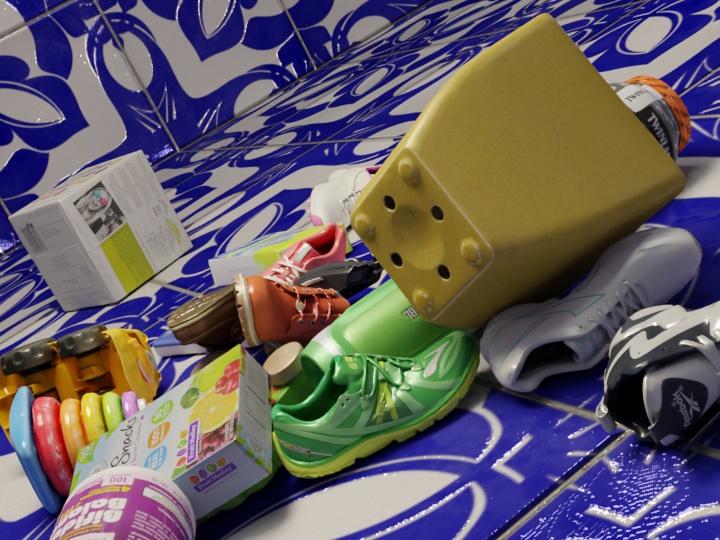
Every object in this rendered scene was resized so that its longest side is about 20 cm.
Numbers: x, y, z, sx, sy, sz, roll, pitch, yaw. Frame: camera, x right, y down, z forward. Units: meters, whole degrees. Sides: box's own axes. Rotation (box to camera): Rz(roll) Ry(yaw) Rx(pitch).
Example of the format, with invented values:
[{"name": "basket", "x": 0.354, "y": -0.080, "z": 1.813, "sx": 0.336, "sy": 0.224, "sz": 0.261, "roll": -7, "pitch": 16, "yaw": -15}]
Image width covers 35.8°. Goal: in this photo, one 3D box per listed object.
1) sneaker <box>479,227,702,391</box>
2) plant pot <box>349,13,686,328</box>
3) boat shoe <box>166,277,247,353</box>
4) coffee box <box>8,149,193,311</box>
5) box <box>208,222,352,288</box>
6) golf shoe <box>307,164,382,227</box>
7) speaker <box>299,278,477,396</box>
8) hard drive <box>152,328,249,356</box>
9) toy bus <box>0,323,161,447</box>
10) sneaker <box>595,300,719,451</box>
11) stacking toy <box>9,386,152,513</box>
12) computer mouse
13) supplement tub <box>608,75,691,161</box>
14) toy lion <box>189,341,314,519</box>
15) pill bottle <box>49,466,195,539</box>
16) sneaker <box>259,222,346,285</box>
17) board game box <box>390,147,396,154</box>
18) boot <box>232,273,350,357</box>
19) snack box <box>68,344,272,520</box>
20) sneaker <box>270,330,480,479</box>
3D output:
[{"name": "sneaker", "x": 0.194, "y": 0.039, "z": 0.907, "sx": 0.200, "sy": 0.071, "sz": 0.080, "roll": -33, "pitch": 21, "yaw": 9}, {"name": "plant pot", "x": 0.110, "y": -0.063, "z": 0.947, "sx": 0.200, "sy": 0.194, "sz": 0.196, "roll": -30, "pitch": -13, "yaw": -40}, {"name": "boat shoe", "x": -0.147, "y": 0.055, "z": 1.204, "sx": 0.072, "sy": 0.068, "sz": 0.200, "roll": -22, "pitch": 3, "yaw": 11}, {"name": "coffee box", "x": -0.459, "y": -0.069, "z": 1.978, "sx": 0.199, "sy": 0.201, "sz": 0.198, "roll": -8, "pitch": 25, "yaw": 47}, {"name": "box", "x": -0.119, "y": -0.019, "z": 1.543, "sx": 0.122, "sy": 0.048, "sz": 0.200, "roll": -25, "pitch": 12, "yaw": -37}, {"name": "golf shoe", "x": -0.015, "y": -0.108, "z": 1.633, "sx": 0.091, "sy": 0.076, "sz": 0.200, "roll": -16, "pitch": 21, "yaw": 24}, {"name": "speaker", "x": 0.043, "y": 0.053, "z": 1.052, "sx": 0.200, "sy": 0.089, "sz": 0.088, "roll": -34, "pitch": 18, "yaw": -19}, {"name": "hard drive", "x": -0.167, "y": 0.062, "z": 1.452, "sx": 0.200, "sy": 0.025, "sz": 0.132, "roll": -9, "pitch": 25, "yaw": 46}, {"name": "toy bus", "x": -0.309, "y": 0.129, "z": 1.340, "sx": 0.199, "sy": 0.136, "sz": 0.192, "roll": -17, "pitch": 4, "yaw": 26}, {"name": "sneaker", "x": 0.238, "y": 0.065, "z": 0.730, "sx": 0.199, "sy": 0.080, "sz": 0.130, "roll": -13, "pitch": 24, "yaw": 41}, {"name": "stacking toy", "x": -0.261, "y": 0.167, "z": 1.193, "sx": 0.199, "sy": 0.110, "sz": 0.116, "roll": -18, "pitch": 38, "yaw": -7}, {"name": "computer mouse", "x": 0.000, "y": 0.000, "z": 1.292, "sx": 0.140, "sy": 0.046, "sz": 0.200, "roll": -12, "pitch": -15, "yaw": -48}, {"name": "supplement tub", "x": 0.245, "y": -0.116, "z": 1.164, "sx": 0.200, "sy": 0.123, "sz": 0.122, "roll": -36, "pitch": 19, "yaw": -23}, {"name": "toy lion", "x": -0.130, "y": 0.159, "z": 1.072, "sx": 0.200, "sy": 0.069, "sz": 0.192, "roll": -9, "pitch": 33, "yaw": 47}, {"name": "pill bottle", "x": -0.186, "y": 0.237, "z": 0.827, "sx": 0.112, "sy": 0.113, "sz": 0.200, "roll": -26, "pitch": 17, "yaw": 5}, {"name": "sneaker", "x": -0.088, "y": 0.004, "z": 1.353, "sx": 0.200, "sy": 0.074, "sz": 0.087, "roll": -41, "pitch": -19, "yaw": -37}, {"name": "board game box", "x": 0.122, "y": -0.116, "z": 1.396, "sx": 0.159, "sy": 0.097, "sz": 0.200, "roll": -23, "pitch": 18, "yaw": 15}, {"name": "boot", "x": -0.069, "y": 0.039, "z": 1.174, "sx": 0.107, "sy": 0.075, "sz": 0.200, "roll": -14, "pitch": -16, "yaw": 10}, {"name": "snack box", "x": -0.171, "y": 0.170, "z": 0.990, "sx": 0.200, "sy": 0.053, "sz": 0.142, "roll": -34, "pitch": 26, "yaw": 14}, {"name": "sneaker", "x": 0.014, "y": 0.103, "z": 0.954, "sx": 0.199, "sy": 0.084, "sz": 0.074, "roll": -29, "pitch": 17, "yaw": -6}]
